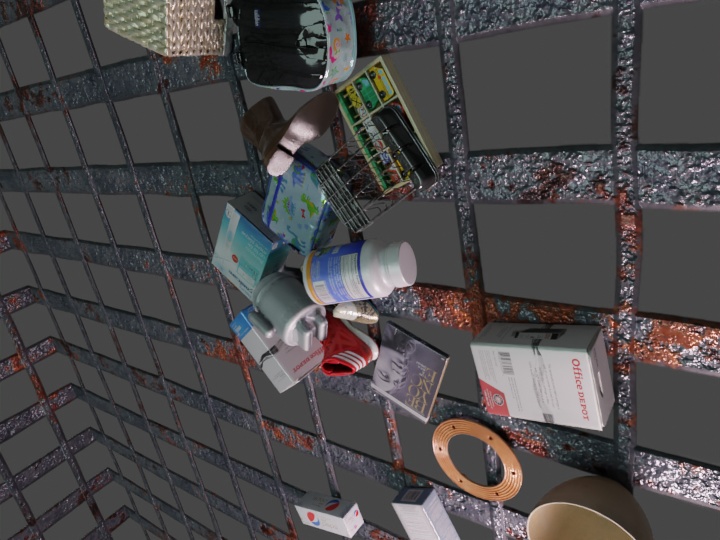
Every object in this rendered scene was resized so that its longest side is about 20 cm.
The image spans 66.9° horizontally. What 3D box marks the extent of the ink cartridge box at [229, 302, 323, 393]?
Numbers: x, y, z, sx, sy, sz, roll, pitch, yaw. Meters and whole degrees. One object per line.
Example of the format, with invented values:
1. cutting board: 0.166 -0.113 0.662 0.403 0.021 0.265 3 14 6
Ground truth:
1. ink cartridge box: -0.179 0.155 1.255 0.200 0.144 0.084 52 136 4

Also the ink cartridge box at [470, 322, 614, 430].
1. ink cartridge box: 0.302 0.169 0.907 0.199 0.083 0.147 -2 113 41

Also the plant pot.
1. plant pot: 0.405 0.435 0.935 0.200 0.134 0.201 19 124 30

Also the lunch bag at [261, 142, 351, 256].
1. lunch bag: -0.115 -0.140 1.084 0.161 0.082 0.200 41 132 18

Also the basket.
1. basket: -0.356 -0.520 1.015 0.200 0.161 0.199 30 129 21

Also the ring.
1. ring: 0.240 0.389 1.128 0.200 0.019 0.201 20 126 31

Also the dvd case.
1. dvd case: 0.099 0.217 1.150 0.148 0.016 0.201 29 129 24

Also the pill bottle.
1. pill bottle: 0.000 0.000 1.033 0.199 0.112 0.113 -10 108 27

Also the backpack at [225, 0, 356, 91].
1. backpack: -0.095 -0.383 0.880 0.200 0.150 0.178 23 129 37

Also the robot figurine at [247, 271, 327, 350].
1. robot figurine: -0.153 0.080 1.162 0.200 0.169 0.113 40 140 29

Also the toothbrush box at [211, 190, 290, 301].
1. toothbrush box: -0.245 -0.053 1.236 0.146 0.085 0.200 42 135 13

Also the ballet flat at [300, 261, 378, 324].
1. ballet flat: -0.053 0.052 1.142 0.200 0.075 0.068 45 135 10

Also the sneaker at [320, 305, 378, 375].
1. sneaker: -0.068 0.152 1.178 0.200 0.115 0.079 26 128 31

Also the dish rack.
1. dish rack: 0.018 -0.162 0.931 0.200 0.055 0.154 -33 90 41

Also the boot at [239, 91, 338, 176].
1. boot: -0.142 -0.290 1.018 0.186 0.064 0.200 -44 43 10

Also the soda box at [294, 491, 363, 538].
1. soda box: -0.090 0.684 1.535 0.199 0.064 0.068 -8 108 42

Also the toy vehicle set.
1. toy vehicle set: 0.044 -0.244 0.930 0.124 0.026 0.201 -22 98 44

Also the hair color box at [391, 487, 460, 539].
1. hair color box: 0.166 0.614 1.286 0.099 0.061 0.201 -20 100 44
